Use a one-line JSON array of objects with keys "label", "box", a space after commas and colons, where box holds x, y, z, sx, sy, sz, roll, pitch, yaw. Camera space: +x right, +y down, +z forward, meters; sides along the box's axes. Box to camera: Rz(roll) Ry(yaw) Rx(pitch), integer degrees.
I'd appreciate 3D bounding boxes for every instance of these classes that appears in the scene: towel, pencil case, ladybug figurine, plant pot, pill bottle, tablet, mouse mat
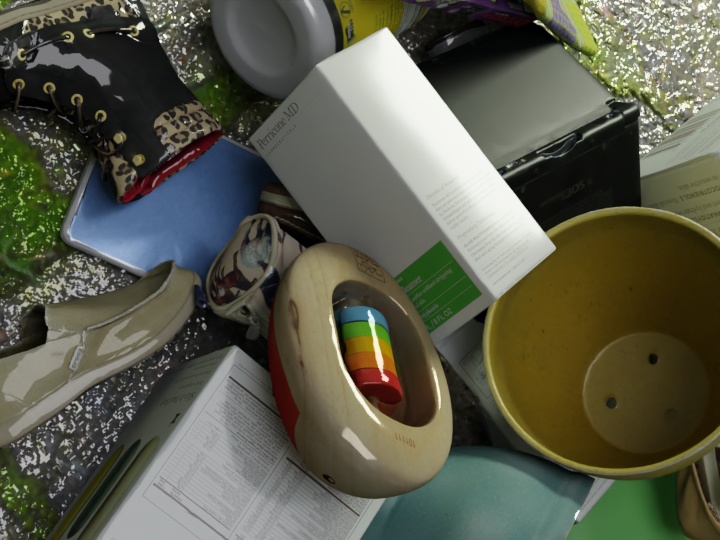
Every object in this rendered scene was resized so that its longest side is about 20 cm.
[{"label": "towel", "box": [0.142, -0.261, 1.252, 0.200, 0.023, 0.144, 27, 49, -62]}, {"label": "pencil case", "box": [-0.029, 0.050, 1.137, 0.200, 0.078, 0.090, 43, 45, -32]}, {"label": "ladybug figurine", "box": [-0.007, 0.067, 1.018, 0.136, 0.072, 0.200, 26, 37, -31]}, {"label": "plant pot", "box": [0.204, 0.071, 1.161, 0.199, 0.142, 0.201, -7, 67, 17]}, {"label": "pill bottle", "box": [-0.013, -0.220, 1.193, 0.200, 0.112, 0.113, -39, 98, -40]}, {"label": "tablet", "box": [-0.116, -0.040, 1.178, 0.200, 0.014, 0.130, 26, 71, -20]}, {"label": "mouse mat", "box": [0.214, 0.167, 1.299, 0.199, 0.008, 0.162, -3, 82, -26]}, {"label": "plant pot", "box": [0.066, 0.209, 1.134, 0.134, 0.200, 0.201, 27, 68, 10]}]

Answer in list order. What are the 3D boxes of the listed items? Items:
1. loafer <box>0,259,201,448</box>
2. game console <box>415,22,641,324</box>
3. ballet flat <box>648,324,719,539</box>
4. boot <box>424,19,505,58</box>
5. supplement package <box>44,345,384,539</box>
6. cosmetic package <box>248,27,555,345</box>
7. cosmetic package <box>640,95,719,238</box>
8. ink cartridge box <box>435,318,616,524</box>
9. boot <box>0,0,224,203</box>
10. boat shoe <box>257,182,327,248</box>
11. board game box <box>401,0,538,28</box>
[{"label": "loafer", "box": [-0.198, 0.047, 1.086, 0.200, 0.076, 0.068, -38, 108, -25]}, {"label": "game console", "box": [0.117, -0.081, 1.220, 0.200, 0.116, 0.176, -28, 123, -36]}, {"label": "ballet flat", "box": [0.282, 0.126, 1.256, 0.069, 0.063, 0.201, -21, 105, -34]}, {"label": "boot", "box": [0.078, -0.128, 1.262, 0.200, 0.070, 0.132, -20, 87, -38]}, {"label": "supplement package", "box": [-0.110, 0.181, 1.063, 0.151, 0.152, 0.200, 40, 67, -13]}, {"label": "cosmetic package", "box": [0.028, -0.055, 1.096, 0.200, 0.108, 0.085, 51, 49, 3]}, {"label": "cosmetic package", "box": [0.350, -0.043, 1.312, 0.167, 0.166, 0.200, -39, 99, -26]}, {"label": "ink cartridge box", "box": [0.155, 0.078, 1.257, 0.163, 0.057, 0.200, -44, 98, -24]}, {"label": "boot", "box": [-0.206, -0.114, 1.105, 0.200, 0.073, 0.151, -34, 84, -33]}, {"label": "boat shoe", "box": [0.003, 0.001, 1.186, 0.202, 0.075, 0.075, 25, 84, -28]}, {"label": "board game box", "box": [0.065, -0.253, 1.177, 0.200, 0.032, 0.120, 0, 78, -55]}]
